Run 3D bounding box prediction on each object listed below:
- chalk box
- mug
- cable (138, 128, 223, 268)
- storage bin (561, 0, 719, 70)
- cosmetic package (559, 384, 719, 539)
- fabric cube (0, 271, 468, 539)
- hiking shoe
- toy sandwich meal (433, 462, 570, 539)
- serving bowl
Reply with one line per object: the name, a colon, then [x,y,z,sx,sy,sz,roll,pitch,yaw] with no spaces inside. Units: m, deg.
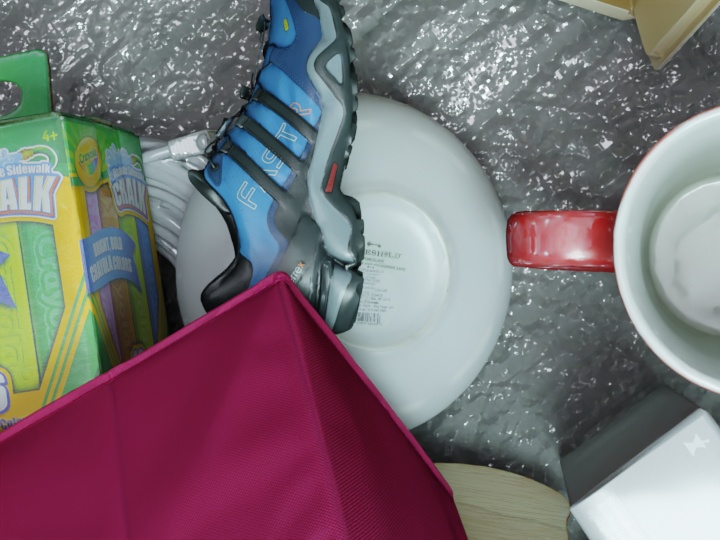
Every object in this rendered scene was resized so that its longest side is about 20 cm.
chalk box: [-0.186,-0.017,0.797,0.123,0.124,0.202,-10,89,10]
mug: [0.179,-0.021,0.766,0.177,0.200,0.134,31,95,9]
cable: [-0.136,0.021,0.887,0.198,0.069,0.202,-3,90,10]
storage bin: [0.105,-0.209,0.747,0.198,0.199,0.094,13,56,-17]
cosmetic package: [0.166,0.127,0.767,0.090,0.200,0.107,-37,84,7]
fabric cube: [-0.054,0.165,0.671,0.199,0.200,0.197,-30,130,9]
hiking shoe: [-0.045,-0.067,0.751,0.086,0.074,0.202,-2,74,-6]
toy sandwich meal: [0.071,0.191,0.793,0.204,0.205,0.071,21,124,9]
serving bowl: [0.000,0.000,0.823,0.198,0.066,0.202,-1,93,-17]
